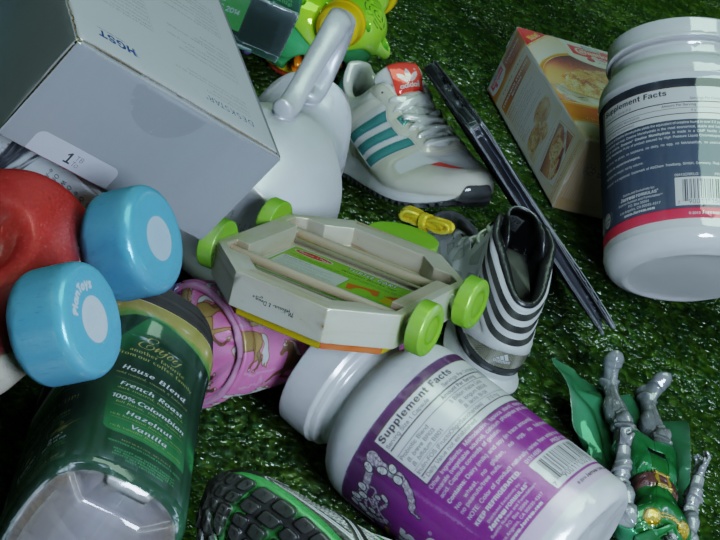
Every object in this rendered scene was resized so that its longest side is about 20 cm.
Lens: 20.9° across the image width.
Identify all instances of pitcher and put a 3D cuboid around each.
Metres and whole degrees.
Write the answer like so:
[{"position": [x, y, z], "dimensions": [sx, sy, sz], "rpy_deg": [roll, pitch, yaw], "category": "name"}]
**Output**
[{"position": [-0.059, -0.085, 1.347], "dimensions": [0.121, 0.172, 0.200], "rpy_deg": [22, 27, 5], "category": "pitcher"}]

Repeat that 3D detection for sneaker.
[{"position": [0.099, -0.010, 1.412], "dimensions": [0.076, 0.115, 0.201], "rpy_deg": [15, 30, -20], "category": "sneaker"}, {"position": [0.034, -0.107, 1.486], "dimensions": [0.070, 0.094, 0.200], "rpy_deg": [-3, 17, -30], "category": "sneaker"}, {"position": [-0.004, 0.177, 1.074], "dimensions": [0.200, 0.078, 0.085], "rpy_deg": [37, 22, 0], "category": "sneaker"}]

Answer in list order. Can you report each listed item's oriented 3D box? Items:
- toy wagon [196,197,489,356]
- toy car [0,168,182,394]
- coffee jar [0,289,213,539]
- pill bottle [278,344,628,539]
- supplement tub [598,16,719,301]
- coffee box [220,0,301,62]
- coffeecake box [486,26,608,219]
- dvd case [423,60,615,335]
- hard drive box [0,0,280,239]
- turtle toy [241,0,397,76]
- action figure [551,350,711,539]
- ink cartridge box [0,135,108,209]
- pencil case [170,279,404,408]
[{"position": [0.000, 0.000, 1.200], "dimensions": [0.155, 0.040, 0.200], "rpy_deg": [22, 21, 21], "category": "toy wagon"}, {"position": [-0.226, -0.041, 1.025], "dimensions": [0.184, 0.200, 0.177], "rpy_deg": [-11, 24, 24], "category": "toy car"}, {"position": [-0.135, 0.091, 1.060], "dimensions": [0.085, 0.104, 0.200], "rpy_deg": [29, 27, -15], "category": "coffee jar"}, {"position": [0.051, 0.114, 1.169], "dimensions": [0.200, 0.112, 0.112], "rpy_deg": [37, 30, 20], "category": "pill bottle"}, {"position": [0.263, -0.087, 1.573], "dimensions": [0.140, 0.140, 0.200], "rpy_deg": [12, 67, -26], "category": "supplement tub"}, {"position": [-0.100, -0.223, 1.372], "dimensions": [0.123, 0.044, 0.200], "rpy_deg": [23, 27, -10], "category": "coffee box"}, {"position": [0.219, -0.124, 1.750], "dimensions": [0.153, 0.073, 0.200], "rpy_deg": [12, 31, -24], "category": "coffeecake box"}, {"position": [0.119, -0.056, 1.467], "dimensions": [0.200, 0.016, 0.149], "rpy_deg": [55, 4, -25], "category": "dvd case"}, {"position": [-0.148, -0.136, 1.166], "dimensions": [0.156, 0.077, 0.200], "rpy_deg": [29, 26, -38], "category": "hard drive box"}, {"position": [-0.065, -0.223, 1.646], "dimensions": [0.200, 0.101, 0.146], "rpy_deg": [29, 28, 6], "category": "turtle toy"}, {"position": [0.194, 0.136, 1.321], "dimensions": [0.118, 0.055, 0.200], "rpy_deg": [21, 33, -16], "category": "action figure"}, {"position": [-0.207, -0.085, 1.190], "dimensions": [0.200, 0.084, 0.145], "rpy_deg": [43, 22, -7], "category": "ink cartridge box"}, {"position": [-0.042, 0.035, 1.256], "dimensions": [0.200, 0.083, 0.087], "rpy_deg": [-10, 45, -47], "category": "pencil case"}]
